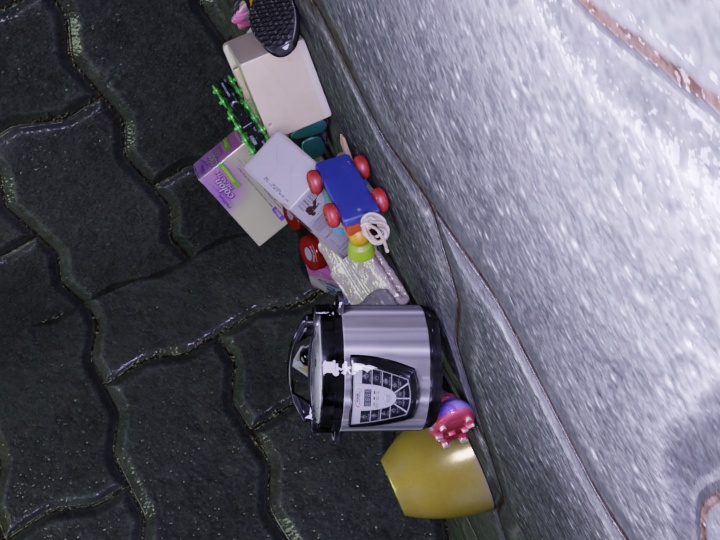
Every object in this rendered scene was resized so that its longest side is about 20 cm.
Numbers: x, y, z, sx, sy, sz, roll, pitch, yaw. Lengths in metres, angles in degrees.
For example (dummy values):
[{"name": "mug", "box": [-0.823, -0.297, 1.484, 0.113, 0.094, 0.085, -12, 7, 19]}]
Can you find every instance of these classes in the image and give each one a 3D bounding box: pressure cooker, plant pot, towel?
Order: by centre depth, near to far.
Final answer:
[{"name": "pressure cooker", "box": [0.001, 0.133, 1.348, 0.179, 0.200, 0.176, 103, 167, -60]}, {"name": "towel", "box": [0.000, 0.000, 1.621, 0.200, 0.034, 0.133, 57, 150, 15]}, {"name": "plant pot", "box": [0.118, 0.337, 1.679, 0.200, 0.142, 0.200, 156, 90, -86]}]

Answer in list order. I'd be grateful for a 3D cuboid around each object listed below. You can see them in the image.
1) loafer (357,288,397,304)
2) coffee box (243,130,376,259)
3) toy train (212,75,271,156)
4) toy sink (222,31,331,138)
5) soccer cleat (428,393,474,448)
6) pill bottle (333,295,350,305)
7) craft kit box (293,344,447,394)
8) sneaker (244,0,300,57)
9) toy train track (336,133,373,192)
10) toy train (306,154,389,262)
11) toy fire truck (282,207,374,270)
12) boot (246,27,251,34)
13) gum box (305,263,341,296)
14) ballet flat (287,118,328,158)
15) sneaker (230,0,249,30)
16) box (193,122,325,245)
[{"name": "loafer", "box": [0.002, 0.101, 1.592, 0.070, 0.070, 0.200, 52, 147, 25]}, {"name": "coffee box", "box": [-0.071, -0.109, 1.490, 0.113, 0.080, 0.200, 43, 180, 30]}, {"name": "toy train", "box": [-0.175, -0.227, 1.534, 0.200, 0.042, 0.056, 58, 180, 37]}, {"name": "toy sink", "box": [-0.138, -0.308, 1.572, 0.200, 0.112, 0.130, -120, 8, -59]}, {"name": "soccer cleat", "box": [0.124, 0.204, 1.432, 0.200, 0.067, 0.076, 70, 180, -71]}, {"name": "pill bottle", "box": [0.032, 0.117, 1.747, 0.200, 0.116, 0.116, -119, 7, -49]}, {"name": "craft kit box", "box": [0.015, 0.176, 1.594, 0.200, 0.049, 0.198, 36, 157, -17]}, {"name": "sneaker", "box": [-0.123, -0.370, 1.438, 0.090, 0.070, 0.200, 45, -163, -58]}, {"name": "toy train track", "box": [-0.011, -0.130, 1.480, 0.200, 0.033, 0.115, -123, 10, -61]}, {"name": "toy train", "box": [-0.001, -0.053, 1.333, 0.116, 0.085, 0.200, 83, 165, -48]}, {"name": "toy fire truck", "box": [-0.046, -0.104, 1.747, 0.200, 0.112, 0.168, 65, 152, 14]}, {"name": "boot", "box": [-0.129, -0.335, 1.705, 0.090, 0.073, 0.200, 57, 180, 27]}, {"name": "gum box", "box": [-0.038, 0.003, 1.965, 0.113, 0.066, 0.200, 23, 169, 7]}, {"name": "ballet flat", "box": [-0.092, -0.243, 1.662, 0.200, 0.072, 0.072, 92, 154, -80]}, {"name": "sneaker", "box": [-0.191, -0.471, 1.716, 0.200, 0.079, 0.095, -141, 39, -79]}, {"name": "box", "box": [-0.173, -0.182, 1.851, 0.176, 0.200, 0.097, 49, -177, -28]}]
